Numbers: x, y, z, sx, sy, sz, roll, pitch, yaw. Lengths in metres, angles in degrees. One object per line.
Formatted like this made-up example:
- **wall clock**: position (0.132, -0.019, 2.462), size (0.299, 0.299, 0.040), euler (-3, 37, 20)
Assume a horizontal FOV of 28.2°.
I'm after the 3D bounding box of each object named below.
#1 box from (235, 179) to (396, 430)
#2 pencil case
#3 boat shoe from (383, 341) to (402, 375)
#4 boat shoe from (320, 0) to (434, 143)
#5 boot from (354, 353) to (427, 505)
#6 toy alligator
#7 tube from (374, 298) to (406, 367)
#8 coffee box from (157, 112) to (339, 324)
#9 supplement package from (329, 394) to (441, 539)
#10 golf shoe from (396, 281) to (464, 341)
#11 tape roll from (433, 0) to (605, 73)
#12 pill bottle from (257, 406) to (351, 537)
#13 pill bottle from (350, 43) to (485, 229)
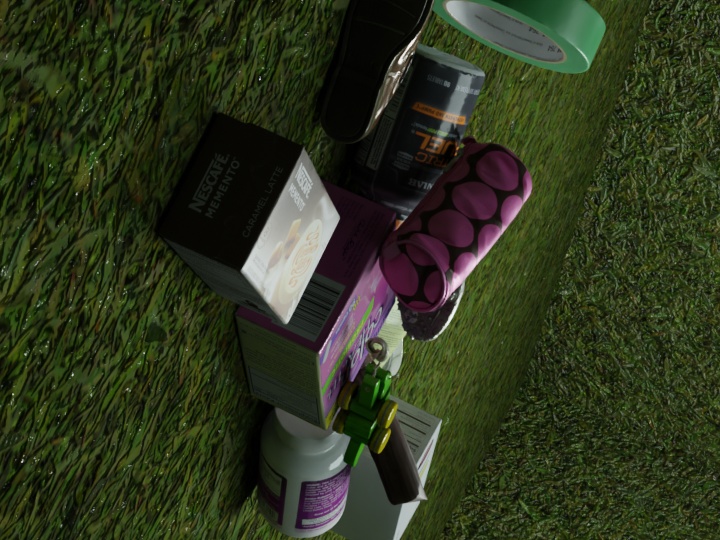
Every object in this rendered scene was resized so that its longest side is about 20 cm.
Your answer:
- **box**: position (-0.041, 0.039, 1.498), size (0.177, 0.096, 0.201), euler (-61, 166, -25)
- **pencil case**: position (0.095, -0.051, 1.475), size (0.090, 0.094, 0.200), euler (-18, -155, 45)
- **boat shoe**: position (0.015, 0.066, 1.852), size (0.202, 0.071, 0.070), euler (92, -14, -48)
- **boat shoe**: position (0.019, -0.220, 1.374), size (0.201, 0.072, 0.068), euler (-61, 173, 18)
- **boot**: position (0.013, 0.185, 1.709), size (0.064, 0.201, 0.186), euler (-26, -176, -7)
- **toy alligator**: position (0.014, 0.131, 1.528), size (0.054, 0.059, 0.201), euler (-53, 162, -46)
- **tube**: position (0.007, 0.107, 1.809), size (0.201, 0.052, 0.058), euler (-58, 168, 26)
- **coffee box**: position (-0.088, -0.039, 1.208), size (0.115, 0.079, 0.200), euler (-64, 167, -11)
- **supplement package**: position (0.007, 0.269, 1.958), size (0.111, 0.155, 0.201), euler (-54, 163, -40)
- **golf shoe**: position (0.101, -0.014, 1.625), size (0.097, 0.078, 0.202), euler (24, 78, -63)
- **tape roll**: position (0.164, -0.278, 1.544), size (0.049, 0.199, 0.200), euler (-65, 167, -3)
- **pill bottle**: position (-0.064, 0.218, 1.680), size (0.113, 0.111, 0.201), euler (-56, 164, -37)
- **pill bottle**: position (0.054, -0.139, 1.552), size (0.202, 0.105, 0.106), euler (-70, 167, 14)
